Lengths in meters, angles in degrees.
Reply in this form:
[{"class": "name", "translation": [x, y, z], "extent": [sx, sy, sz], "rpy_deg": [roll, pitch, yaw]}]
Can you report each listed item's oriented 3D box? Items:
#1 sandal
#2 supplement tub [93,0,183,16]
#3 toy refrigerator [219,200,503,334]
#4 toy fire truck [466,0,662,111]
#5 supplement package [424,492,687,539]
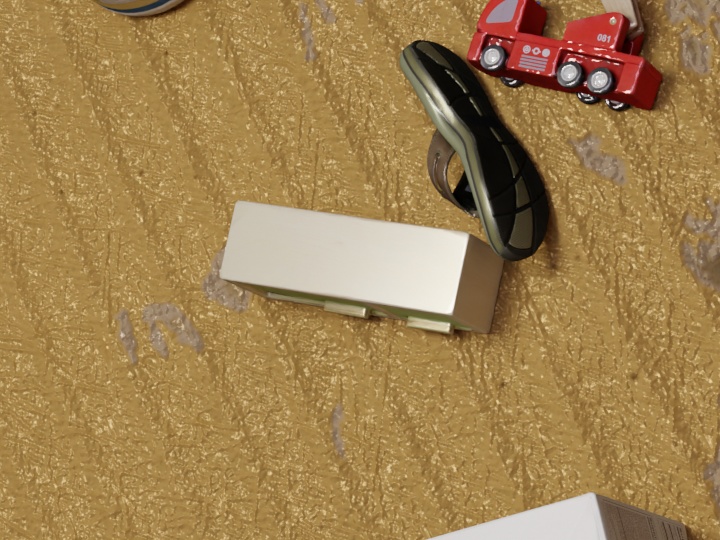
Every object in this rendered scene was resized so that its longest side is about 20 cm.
[{"class": "sandal", "translation": [0.080, -0.085, 1.599], "extent": [0.057, 0.080, 0.202], "rpy_deg": [-44, 56, 29]}, {"class": "supplement tub", "translation": [-0.214, -0.301, 1.711], "extent": [0.144, 0.200, 0.146], "rpy_deg": [-6, 75, 24]}, {"class": "toy refrigerator", "translation": [0.000, 0.000, 1.608], "extent": [0.199, 0.076, 0.070], "rpy_deg": [8, 81, 26]}, {"class": "toy fire truck", "translation": [0.187, -0.195, 1.580], "extent": [0.199, 0.049, 0.142], "rpy_deg": [16, 84, 28]}, {"class": "supplement package", "translation": [0.118, 0.251, 1.421], "extent": [0.190, 0.200, 0.148], "rpy_deg": [-18, 71, 21]}]
